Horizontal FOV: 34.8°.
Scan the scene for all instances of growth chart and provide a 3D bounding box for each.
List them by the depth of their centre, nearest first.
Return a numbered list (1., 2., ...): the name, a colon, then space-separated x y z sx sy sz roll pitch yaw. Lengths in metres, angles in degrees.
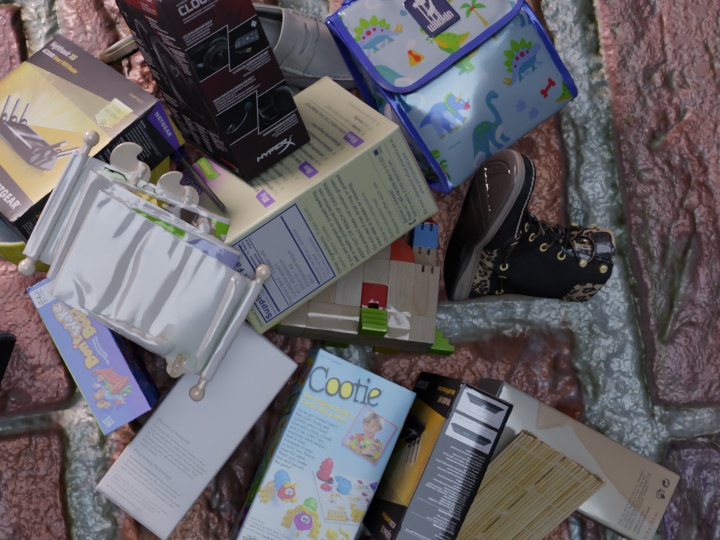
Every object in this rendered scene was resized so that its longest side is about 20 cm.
1. growth chart: -0.170 -0.007 0.926 0.199 0.018 0.145 36 85 -14

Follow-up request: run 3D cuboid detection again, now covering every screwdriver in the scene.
1. screwdriver: -0.161 -0.093 1.062 0.028 0.200 0.029 12 116 -35

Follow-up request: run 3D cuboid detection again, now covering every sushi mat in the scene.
1. sushi mat: 0.136 0.232 1.097 0.095 0.012 0.200 34 124 -7

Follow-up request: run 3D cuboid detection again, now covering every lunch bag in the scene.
1. lunch bag: 0.084 -0.203 1.103 0.169 0.127 0.201 -36 104 -8

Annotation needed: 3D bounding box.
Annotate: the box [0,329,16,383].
1. box: -0.422 0.129 1.048 0.146 0.104 0.202 21 84 -5

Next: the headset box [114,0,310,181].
1. headset box: -0.140 -0.197 1.013 0.077 0.149 0.201 -34 124 -17

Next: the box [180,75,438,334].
1. box: -0.060 -0.066 1.057 0.199 0.176 0.097 -34 123 -8

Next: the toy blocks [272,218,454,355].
1. toy blocks: 0.000 0.000 1.123 0.197 0.100 0.139 7 75 -7

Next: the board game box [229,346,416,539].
1. board game box: -0.039 0.186 1.094 0.104 0.103 0.202 25 85 -5

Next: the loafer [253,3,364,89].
1. loafer: -0.073 -0.221 1.126 0.197 0.070 0.071 8 86 -7

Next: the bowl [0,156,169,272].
1. bowl: -0.252 -0.066 1.066 0.199 0.200 0.108 -37 134 -7

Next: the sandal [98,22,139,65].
1. sandal: -0.185 -0.272 1.109 0.054 0.080 0.200 45 77 -14

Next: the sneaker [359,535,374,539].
1. sneaker: -0.001 0.364 1.102 0.087 0.081 0.202 25 85 -4

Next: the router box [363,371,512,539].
1. router box: 0.063 0.178 1.051 0.052 0.200 0.159 25 84 -5

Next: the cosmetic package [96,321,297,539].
1. cosmetic package: -0.150 0.142 1.081 0.085 0.108 0.201 37 82 -3

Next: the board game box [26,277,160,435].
1. board game box: -0.232 0.069 1.027 0.044 0.200 0.136 -28 90 -8

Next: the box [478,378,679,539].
1. box: 0.199 0.187 1.130 0.198 0.095 0.078 29 84 -6

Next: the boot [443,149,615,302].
1. boot: 0.172 -0.034 1.100 0.149 0.201 0.074 5 50 -12

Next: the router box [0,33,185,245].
1. router box: -0.268 -0.113 1.002 0.157 0.199 0.052 -43 135 -14
